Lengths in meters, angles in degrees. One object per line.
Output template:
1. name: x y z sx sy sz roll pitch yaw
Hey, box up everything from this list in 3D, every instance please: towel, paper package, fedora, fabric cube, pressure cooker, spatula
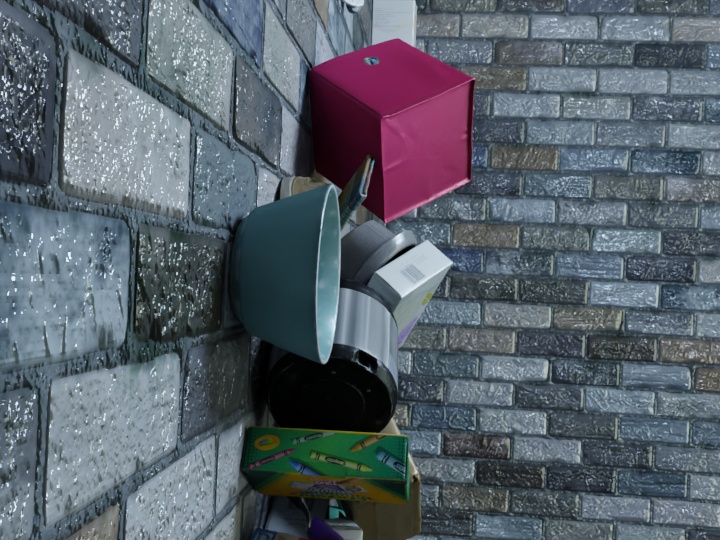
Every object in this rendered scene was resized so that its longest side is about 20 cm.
1. towel: -0.041 -0.069 1.269 0.200 0.022 0.147 -52 -167 29
2. paper package: 0.008 0.285 1.238 0.192 0.103 0.201 85 -17 -47
3. fedora: 0.000 0.000 1.279 0.176 0.090 0.201 -35 159 -38
4. fabric cube: 0.051 -0.236 1.387 0.199 0.195 0.201 40 -34 40
5. pressure cooker: -0.032 0.113 1.124 0.201 0.177 0.177 -85 -161 -53
6. spatula: -0.075 0.316 1.098 0.200 0.020 0.057 38 -56 54

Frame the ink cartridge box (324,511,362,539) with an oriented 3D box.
1. ink cartridge box: -0.040 0.420 1.149 0.200 0.050 0.163 145 -49 -76

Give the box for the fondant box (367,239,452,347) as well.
1. fondant box: 0.043 0.063 1.267 0.144 0.058 0.201 -31 157 -47

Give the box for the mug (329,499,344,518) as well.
1. mug: -0.058 0.452 1.382 0.152 0.113 0.187 -75 167 -66

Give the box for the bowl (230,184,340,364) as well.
1. bowl: -0.084 0.002 0.954 0.201 0.104 0.203 3 90 -84

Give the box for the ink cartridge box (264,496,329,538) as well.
1. ink cartridge box: -0.093 0.447 1.171 0.176 0.083 0.202 -73 165 -66

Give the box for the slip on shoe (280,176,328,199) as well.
1. slip on shoe: -0.076 -0.098 1.220 0.200 0.060 0.077 -51 143 -81

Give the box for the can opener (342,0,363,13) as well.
1. can opener: -0.016 -0.639 1.739 0.066 0.052 0.202 2 -93 61

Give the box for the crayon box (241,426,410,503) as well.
1. crayon box: -0.038 0.243 1.049 0.119 0.198 0.059 81 12 -62

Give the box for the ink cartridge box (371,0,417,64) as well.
1. ink cartridge box: 0.100 -0.704 2.462 0.129 0.124 0.202 -46 139 -82

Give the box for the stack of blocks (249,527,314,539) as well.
1. stack of blocks: -0.048 0.377 0.974 0.115 0.198 0.059 -57 151 -60
